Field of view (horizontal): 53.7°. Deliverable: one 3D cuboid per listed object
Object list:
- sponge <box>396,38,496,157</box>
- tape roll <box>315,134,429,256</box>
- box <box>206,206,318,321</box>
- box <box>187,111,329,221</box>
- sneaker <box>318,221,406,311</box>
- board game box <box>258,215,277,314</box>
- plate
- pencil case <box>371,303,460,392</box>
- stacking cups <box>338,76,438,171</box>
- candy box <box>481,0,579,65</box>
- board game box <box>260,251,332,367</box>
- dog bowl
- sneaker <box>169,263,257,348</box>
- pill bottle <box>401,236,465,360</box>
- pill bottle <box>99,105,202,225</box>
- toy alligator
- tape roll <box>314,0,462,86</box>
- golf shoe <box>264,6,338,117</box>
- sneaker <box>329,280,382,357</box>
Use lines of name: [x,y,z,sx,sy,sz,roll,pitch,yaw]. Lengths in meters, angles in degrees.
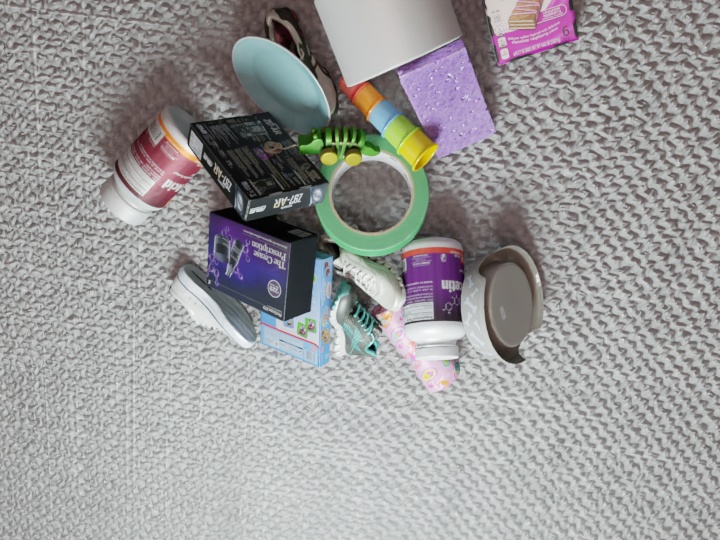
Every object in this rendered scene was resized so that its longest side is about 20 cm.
sponge: [0.143,-0.273,1.153,0.110,0.030,0.200,-22,143,13]
tape roll: [0.019,-0.129,1.219,0.195,0.048,0.205,0,81,1]
box: [-0.175,-0.016,1.242,0.197,0.078,0.144,20,116,33]
box: [-0.170,-0.177,1.170,0.201,0.158,0.044,49,137,26]
sneaker: [0.000,0.000,1.249,0.200,0.080,0.076,46,128,25]
board game box: [-0.181,-0.026,1.336,0.103,0.024,0.204,-18,105,11]
plate: [-0.126,-0.309,1.176,0.199,0.200,0.026,38,67,-6]
pencil case: [0.105,0.127,1.322,0.087,0.088,0.201,-33,100,16]
stacking cups: [0.045,-0.259,1.190,0.061,0.060,0.201,-44,78,18]
candy box: [0.258,-0.447,1.128,0.134,0.061,0.204,-15,105,12]
board game box: [-0.119,0.056,1.291,0.149,0.036,0.204,17,114,34]
dog bowl: [0.245,0.060,1.235,0.058,0.199,0.204,-5,112,43]
sneaker: [-0.282,0.078,1.364,0.200,0.073,0.071,47,117,0]
pill bottle: [0.129,0.051,1.240,0.110,0.113,0.205,-4,79,8]
pill bottle: [-0.362,-0.181,1.258,0.199,0.114,0.114,-41,100,17]
toy alligator: [-0.059,-0.213,1.163,0.195,0.060,0.055,1,145,-13]
tape roll: [0.043,-0.389,1.098,0.199,0.203,0.141,-21,105,13]
golf shoe: [-0.105,-0.339,1.192,0.076,0.088,0.202,-28,104,13]
sneaker: [-0.003,0.092,1.282,0.089,0.079,0.202,12,146,13]
